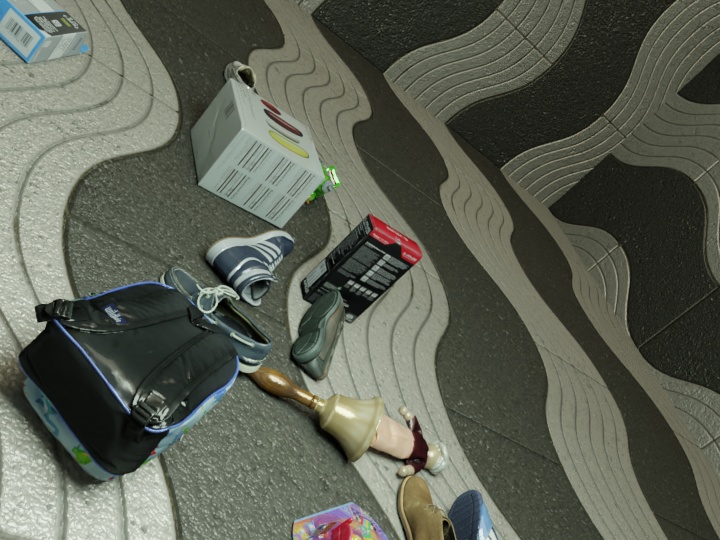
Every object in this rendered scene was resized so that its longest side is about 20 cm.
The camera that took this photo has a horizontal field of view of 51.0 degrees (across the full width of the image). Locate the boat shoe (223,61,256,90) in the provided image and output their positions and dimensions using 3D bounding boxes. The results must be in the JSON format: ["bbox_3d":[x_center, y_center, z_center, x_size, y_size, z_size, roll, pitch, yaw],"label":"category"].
[{"bbox_3d":[-0.281,-0.461,1.820,0.071,0.069,0.201,29,28,-32],"label":"boat shoe"}]

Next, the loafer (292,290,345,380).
[{"bbox_3d":[-0.065,0.109,1.273,0.063,0.071,0.200,59,25,-20],"label":"loafer"}]

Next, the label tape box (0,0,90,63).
[{"bbox_3d":[-0.559,-0.441,1.308,0.143,0.066,0.200,43,24,-7],"label":"label tape box"}]

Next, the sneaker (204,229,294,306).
[{"bbox_3d":[-0.160,-0.005,1.268,0.109,0.070,0.200,48,29,18],"label":"sneaker"}]

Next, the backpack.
[{"bbox_3d":[-0.248,0.110,0.822,0.183,0.147,0.200,47,26,6],"label":"backpack"}]

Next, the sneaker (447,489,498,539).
[{"bbox_3d":[0.185,0.433,1.148,0.082,0.074,0.201,34,33,-31],"label":"sneaker"}]

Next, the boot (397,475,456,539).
[{"bbox_3d":[0.103,0.368,1.103,0.073,0.076,0.200,35,21,-19],"label":"boot"}]

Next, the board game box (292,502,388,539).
[{"bbox_3d":[0.003,0.369,0.968,0.199,0.039,0.158,8,44,-56],"label":"board game box"}]

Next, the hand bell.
[{"bbox_3d":[-0.075,0.189,1.104,0.199,0.104,0.104,29,26,-10],"label":"hand bell"}]

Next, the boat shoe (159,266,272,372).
[{"bbox_3d":[-0.206,0.059,1.081,0.200,0.062,0.075,45,29,16],"label":"boat shoe"}]

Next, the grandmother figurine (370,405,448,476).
[{"bbox_3d":[0.072,0.280,1.227,0.200,0.060,0.122,34,52,-34],"label":"grandmother figurine"}]

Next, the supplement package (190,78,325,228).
[{"bbox_3d":[-0.202,-0.227,1.467,0.199,0.147,0.192,27,29,-36],"label":"supplement package"}]

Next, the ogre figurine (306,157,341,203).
[{"bbox_3d":[-0.108,-0.219,1.663,0.098,0.200,0.120,-37,98,-29],"label":"ogre figurine"}]

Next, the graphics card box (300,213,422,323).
[{"bbox_3d":[0.000,0.000,1.374,0.125,0.200,0.051,28,29,-34],"label":"graphics card box"}]
